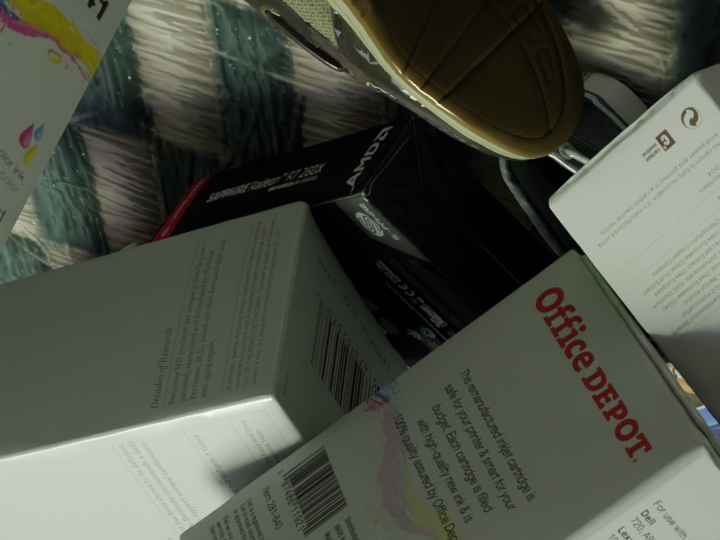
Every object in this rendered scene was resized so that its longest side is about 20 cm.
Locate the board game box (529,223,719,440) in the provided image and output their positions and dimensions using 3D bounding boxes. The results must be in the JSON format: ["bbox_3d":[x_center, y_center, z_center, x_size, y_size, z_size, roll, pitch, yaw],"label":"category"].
[{"bbox_3d":[0.184,0.034,0.976,0.200,0.034,0.135,4,144,31],"label":"board game box"}]

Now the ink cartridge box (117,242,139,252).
[{"bbox_3d":[-0.080,0.086,1.126,0.200,0.083,0.147,41,165,-8],"label":"ink cartridge box"}]

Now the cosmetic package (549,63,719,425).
[{"bbox_3d":[0.177,0.019,0.792,0.085,0.108,0.200,-42,79,33],"label":"cosmetic package"}]

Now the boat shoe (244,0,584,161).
[{"bbox_3d":[0.001,-0.114,0.845,0.200,0.073,0.065,42,157,-6],"label":"boat shoe"}]

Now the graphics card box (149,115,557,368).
[{"bbox_3d":[0.000,0.000,1.000,0.125,0.051,0.200,44,155,-20],"label":"graphics card box"}]

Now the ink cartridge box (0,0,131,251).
[{"bbox_3d":[-0.178,-0.106,0.844,0.086,0.200,0.148,-3,140,37],"label":"ink cartridge box"}]

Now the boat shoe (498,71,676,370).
[{"bbox_3d":[0.132,0.010,0.890,0.072,0.068,0.200,-30,103,43],"label":"boat shoe"}]

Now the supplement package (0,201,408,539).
[{"bbox_3d":[-0.095,0.069,0.948,0.200,0.117,0.117,-14,132,20],"label":"supplement package"}]

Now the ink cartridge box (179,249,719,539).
[{"bbox_3d":[0.044,0.107,0.812,0.200,0.145,0.084,-36,122,6],"label":"ink cartridge box"}]
